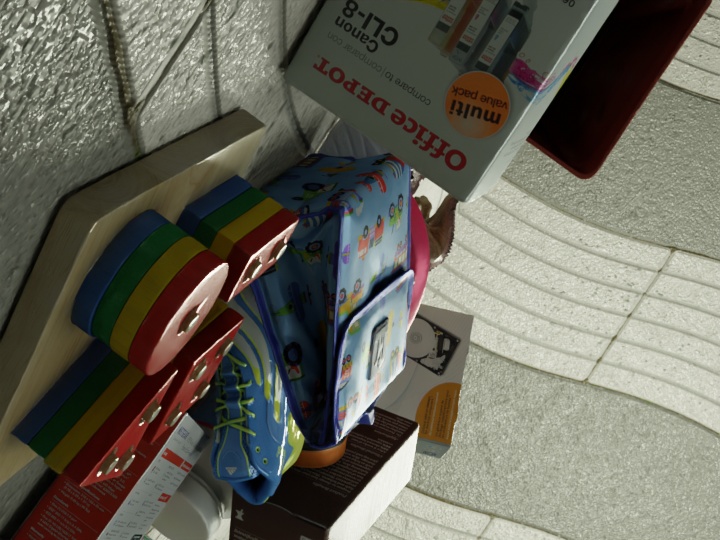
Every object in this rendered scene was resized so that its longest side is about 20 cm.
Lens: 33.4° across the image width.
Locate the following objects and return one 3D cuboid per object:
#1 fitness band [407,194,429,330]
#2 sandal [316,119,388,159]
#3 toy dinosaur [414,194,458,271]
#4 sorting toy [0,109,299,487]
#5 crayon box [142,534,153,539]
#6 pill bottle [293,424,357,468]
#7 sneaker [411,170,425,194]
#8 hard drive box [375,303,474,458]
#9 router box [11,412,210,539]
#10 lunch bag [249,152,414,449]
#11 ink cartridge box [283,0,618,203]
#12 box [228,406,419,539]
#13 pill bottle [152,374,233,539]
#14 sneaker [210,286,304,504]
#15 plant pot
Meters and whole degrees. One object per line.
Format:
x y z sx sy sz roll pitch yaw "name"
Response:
0.000 0.000 1.123 0.037 0.144 0.201 -8 138 -35 "fitness band"
0.032 -0.137 0.990 0.207 0.079 0.059 -49 177 13 "sandal"
0.041 -0.016 1.293 0.198 0.137 0.086 -25 153 0 "toy dinosaur"
-0.119 0.032 0.666 0.201 0.069 0.199 -59 174 27 "sorting toy"
-0.173 0.314 1.134 0.059 0.199 0.119 -54 174 -11 "crayon box"
-0.039 0.075 1.072 0.106 0.105 0.202 -46 146 -58 "pill bottle"
0.019 -0.084 1.216 0.116 0.075 0.202 91 23 -71 "sneaker"
0.016 0.112 1.363 0.077 0.197 0.158 105 -4 -72 "hard drive box"
-0.192 0.179 0.909 0.180 0.049 0.200 -55 174 -13 "router box"
-0.016 0.027 0.911 0.151 0.093 0.202 -44 131 -60 "lunch bag"
0.072 -0.167 0.767 0.201 0.145 0.145 -58 174 15 "ink cartridge box"
-0.030 0.201 1.131 0.200 0.099 0.076 -35 139 -56 "box"
-0.125 0.164 1.155 0.200 0.108 0.109 -51 173 -42 "pill bottle"
-0.084 0.105 0.961 0.106 0.075 0.202 -76 160 -52 "sneaker"
0.173 -0.228 1.131 0.201 0.199 0.176 -56 -173 7 "plant pot"
